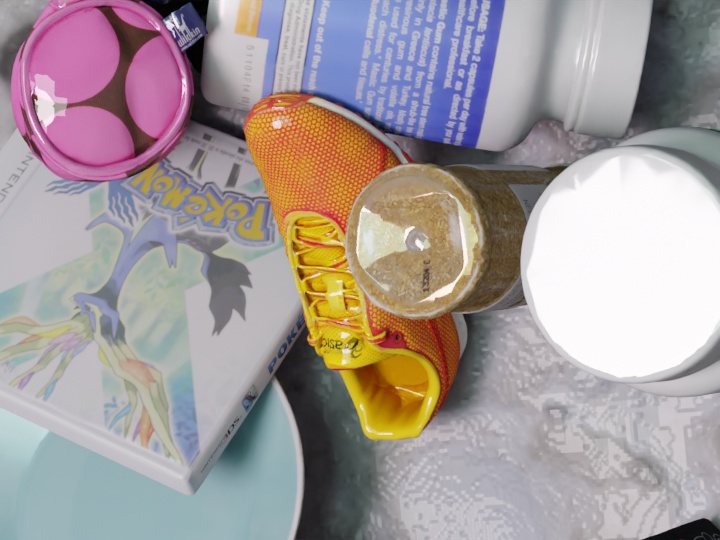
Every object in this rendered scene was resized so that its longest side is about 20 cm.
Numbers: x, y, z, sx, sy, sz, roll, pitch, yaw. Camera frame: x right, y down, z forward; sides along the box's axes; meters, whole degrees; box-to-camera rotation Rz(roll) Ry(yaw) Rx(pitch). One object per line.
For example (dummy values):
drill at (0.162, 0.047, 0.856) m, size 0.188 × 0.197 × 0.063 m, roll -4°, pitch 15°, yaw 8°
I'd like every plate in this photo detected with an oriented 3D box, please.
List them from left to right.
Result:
plate at (-0.115, 0.117, 1.316) m, size 0.200 × 0.026 × 0.201 m, roll -9°, pitch 68°, yaw 22°

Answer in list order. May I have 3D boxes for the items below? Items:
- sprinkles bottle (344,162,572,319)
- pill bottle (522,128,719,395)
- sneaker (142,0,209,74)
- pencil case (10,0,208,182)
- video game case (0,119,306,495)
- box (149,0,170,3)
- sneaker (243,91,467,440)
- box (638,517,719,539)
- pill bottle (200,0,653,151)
sprinkles bottle at (0.065, -0.015, 1.193) m, size 0.068 × 0.200 × 0.068 m, roll 1°, pitch 92°, yaw 27°
pill bottle at (0.152, -0.004, 1.142) m, size 0.113 × 0.200 × 0.113 m, roll 1°, pitch 92°, yaw 26°
sneaker at (-0.085, -0.135, 1.337) m, size 0.200 × 0.076 × 0.088 m, roll 10°, pitch 101°, yaw 26°
pencil case at (-0.126, -0.091, 1.254) m, size 0.091 × 0.200 × 0.094 m, roll -25°, pitch 96°, yaw -9°
video game case at (-0.120, 0.000, 1.329) m, size 0.200 × 0.022 × 0.182 m, roll 22°, pitch 65°, yaw 24°
box at (-0.140, -0.242, 1.279) m, size 0.200 × 0.105 × 0.184 m, roll 22°, pitch 82°, yaw 49°
sneaker at (0.000, 0.000, 1.239) m, size 0.073 × 0.077 × 0.200 m, roll -6°, pitch 131°, yaw 29°
box at (0.166, 0.233, 1.199) m, size 0.200 × 0.115 × 0.132 m, roll 48°, pitch 111°, yaw 19°
pill bottle at (0.032, -0.116, 1.231) m, size 0.200 × 0.112 × 0.112 m, roll 10°, pitch 96°, yaw 0°
